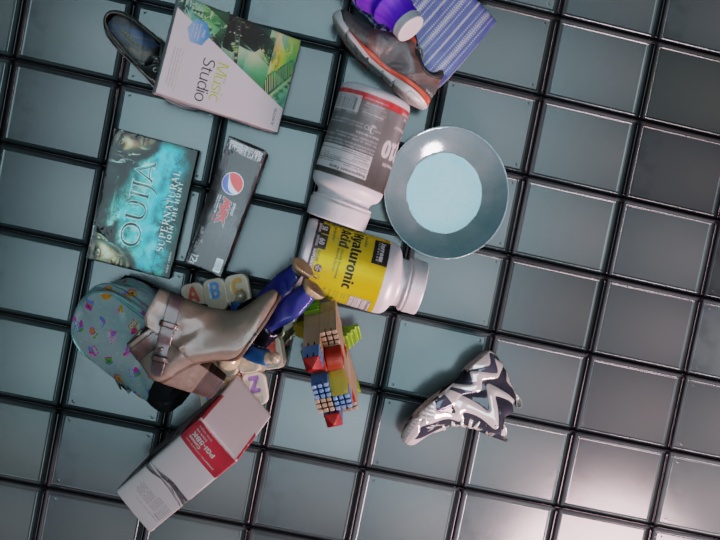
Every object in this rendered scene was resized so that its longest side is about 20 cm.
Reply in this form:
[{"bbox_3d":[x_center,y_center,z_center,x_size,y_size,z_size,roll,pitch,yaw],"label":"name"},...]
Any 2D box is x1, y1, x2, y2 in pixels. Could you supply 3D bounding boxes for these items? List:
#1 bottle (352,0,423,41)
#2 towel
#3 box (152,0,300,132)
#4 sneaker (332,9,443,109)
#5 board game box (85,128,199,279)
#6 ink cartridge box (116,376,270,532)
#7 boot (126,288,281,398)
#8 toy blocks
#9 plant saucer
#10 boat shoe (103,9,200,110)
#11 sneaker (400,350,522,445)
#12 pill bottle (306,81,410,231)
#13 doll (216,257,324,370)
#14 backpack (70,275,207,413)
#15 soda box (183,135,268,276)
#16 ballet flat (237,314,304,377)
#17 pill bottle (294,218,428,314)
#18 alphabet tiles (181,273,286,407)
[{"bbox_3d":[0.020,-0.429,1.386,0.083,0.065,0.202,-34,73,-6],"label":"bottle"},{"bbox_3d":[0.097,-0.404,1.451,0.200,0.024,0.145,42,88,-7],"label":"towel"},{"bbox_3d":[-0.198,-0.305,1.397,0.196,0.036,0.148,14,92,-25],"label":"box"},{"bbox_3d":[0.045,-0.337,1.420,0.199,0.077,0.082,41,90,-8],"label":"sneaker"},{"bbox_3d":[-0.333,-0.102,1.431,0.132,0.028,0.205,13,92,-6],"label":"board game box"},{"bbox_3d":[-0.244,0.268,1.369,0.199,0.147,0.083,-41,94,22],"label":"ink cartridge box"},{"bbox_3d":[-0.221,0.074,1.285,0.145,0.070,0.202,36,89,-9],"label":"boot"},{"bbox_3d":[-0.043,0.149,1.376,0.098,0.138,0.203,-11,122,5],"label":"toy blocks"},{"bbox_3d":[0.132,-0.121,1.459,0.196,0.039,0.206,0,94,-5],"label":"plant saucer"},{"bbox_3d":[-0.310,-0.315,1.405,0.199,0.057,0.069,39,90,-5],"label":"boat shoe"},{"bbox_3d":[0.168,0.236,1.461,0.198,0.080,0.130,-40,87,-11],"label":"sneaker"},{"bbox_3d":[-0.006,-0.169,1.408,0.111,0.114,0.204,18,92,-5],"label":"pill bottle"},{"bbox_3d":[-0.141,0.077,1.353,0.199,0.048,0.138,-41,58,18],"label":"doll"},{"bbox_3d":[-0.325,0.095,1.382,0.198,0.126,0.169,35,101,9],"label":"backpack"},{"bbox_3d":[-0.203,-0.096,1.419,0.062,0.071,0.204,21,91,-4],"label":"soda box"},{"bbox_3d":[-0.146,0.102,1.439,0.075,0.064,0.201,41,90,-6],"label":"ballet flat"},{"bbox_3d":[0.000,0.000,1.420,0.196,0.111,0.114,16,92,-6],"label":"pill bottle"},{"bbox_3d":[-0.208,0.111,1.417,0.196,0.015,0.201,-10,88,21],"label":"alphabet tiles"}]
